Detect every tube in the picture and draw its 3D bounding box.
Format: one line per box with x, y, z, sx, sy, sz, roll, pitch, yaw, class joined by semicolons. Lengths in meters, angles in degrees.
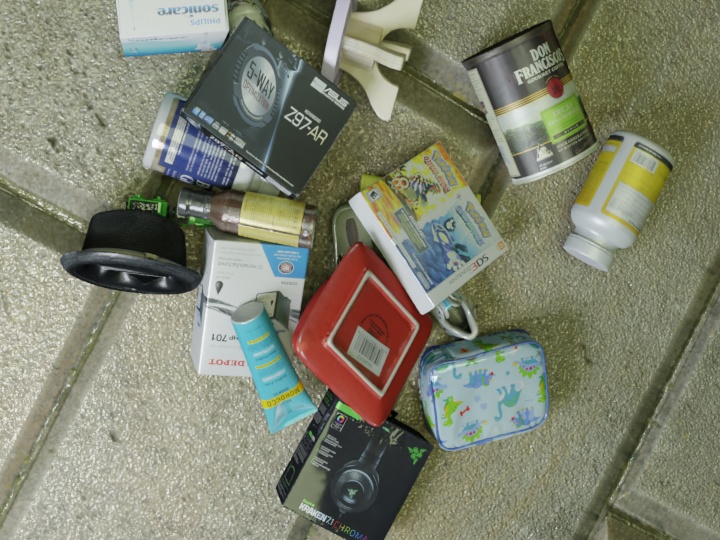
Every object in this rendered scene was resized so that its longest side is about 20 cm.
-0.128;0.141;1.463;0.076;0.051;0.203;-22;119;-3;tube

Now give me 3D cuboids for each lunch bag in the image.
0.191;0.188;1.592;0.196;0.082;0.164;-13;107;-10;lunch bag

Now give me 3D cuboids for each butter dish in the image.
-0.022;0.094;1.494;0.200;0.146;0.201;46;60;-28;butter dish

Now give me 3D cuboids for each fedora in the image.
-0.319;-0.030;1.442;0.196;0.201;0.094;8;73;-12;fedora

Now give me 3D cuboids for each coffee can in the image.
0.257;-0.253;1.539;0.144;0.146;0.203;-26;100;-8;coffee can

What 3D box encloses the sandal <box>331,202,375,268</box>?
-0.001;0.000;1.550;0.078;0.057;0.205;-18;108;-8;sandal

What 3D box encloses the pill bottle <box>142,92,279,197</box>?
-0.205;-0.169;1.471;0.197;0.111;0.113;20;91;-12;pill bottle

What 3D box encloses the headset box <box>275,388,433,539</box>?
-0.007;0.296;1.564;0.172;0.093;0.202;30;89;-13;headset box

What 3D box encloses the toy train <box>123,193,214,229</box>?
-0.248;-0.082;1.499;0.196;0.056;0.043;6;94;-11;toy train

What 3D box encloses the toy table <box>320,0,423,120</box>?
0.015;-0.326;1.475;0.115;0.185;0.203;16;119;1;toy table

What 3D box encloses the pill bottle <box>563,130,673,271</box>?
0.398;-0.107;1.598;0.111;0.112;0.203;28;90;-12;pill bottle

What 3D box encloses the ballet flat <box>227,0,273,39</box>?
-0.152;-0.326;1.489;0.071;0.072;0.204;-20;99;-9;ballet flat

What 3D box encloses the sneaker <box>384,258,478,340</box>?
0.117;0.029;1.563;0.075;0.087;0.200;-45;103;2;sneaker

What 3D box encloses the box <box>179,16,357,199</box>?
-0.126;-0.223;1.413;0.199;0.043;0.162;36;80;-10;box

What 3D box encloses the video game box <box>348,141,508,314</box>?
0.105;-0.066;1.524;0.181;0.047;0.202;-35;91;-35;video game box

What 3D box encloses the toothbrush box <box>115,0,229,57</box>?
-0.259;-0.351;1.398;0.143;0.200;0.087;-6;97;-10;toothbrush box

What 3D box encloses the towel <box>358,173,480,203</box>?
0.090;-0.092;1.587;0.196;0.018;0.088;9;89;-11;towel

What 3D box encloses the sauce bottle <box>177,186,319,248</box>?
-0.157;-0.080;1.432;0.196;0.065;0.066;13;93;-1;sauce bottle

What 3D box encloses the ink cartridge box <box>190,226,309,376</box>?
-0.163;0.047;1.489;0.144;0.086;0.204;4;104;-19;ink cartridge box
